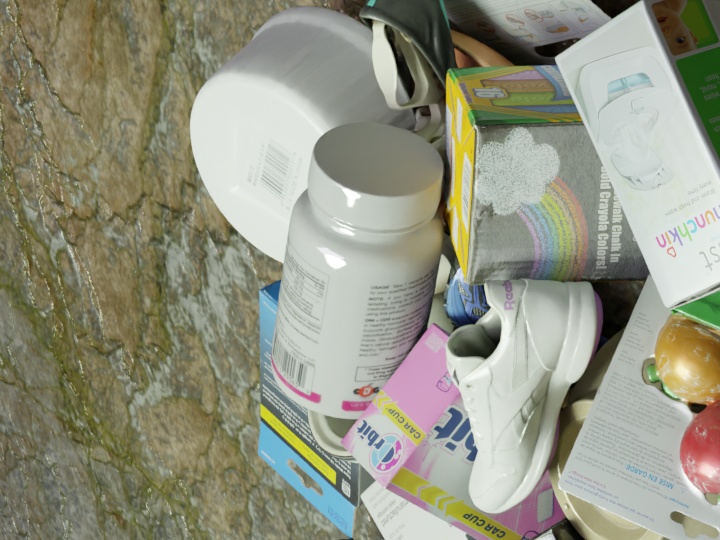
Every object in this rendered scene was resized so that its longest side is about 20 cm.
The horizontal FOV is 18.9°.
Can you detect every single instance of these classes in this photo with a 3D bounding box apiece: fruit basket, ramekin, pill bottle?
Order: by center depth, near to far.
[{"bbox_3d":[0.254,0.091,1.445,0.185,0.094,0.200,22,91,17],"label":"fruit basket"},{"bbox_3d":[0.000,0.000,1.587,0.113,0.113,0.200,41,136,35],"label":"pill bottle"},{"bbox_3d":[-0.039,-0.096,1.697,0.200,0.098,0.201,27,138,27],"label":"ramekin"}]

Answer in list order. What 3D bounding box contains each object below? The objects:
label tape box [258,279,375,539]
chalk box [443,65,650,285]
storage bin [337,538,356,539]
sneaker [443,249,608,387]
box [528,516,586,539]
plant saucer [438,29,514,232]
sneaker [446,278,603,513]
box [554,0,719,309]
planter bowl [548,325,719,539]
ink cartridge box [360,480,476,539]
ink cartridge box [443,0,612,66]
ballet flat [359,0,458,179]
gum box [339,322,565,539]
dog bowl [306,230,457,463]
[{"bbox_3d":[-0.025,0.117,1.922,0.144,0.063,0.200,39,142,36],"label":"label tape box"},{"bbox_3d":[0.165,-0.070,1.516,0.124,0.200,0.125,-107,17,-65],"label":"chalk box"},{"bbox_3d":[0.001,0.330,1.852,0.135,0.200,0.094,11,121,17],"label":"storage bin"},{"bbox_3d":[0.130,0.028,1.624,0.078,0.200,0.075,0,64,36],"label":"sneaker"},{"bbox_3d":[0.205,0.267,1.601,0.049,0.161,0.200,-34,82,25],"label":"box"},{"bbox_3d":[0.087,-0.103,1.669,0.200,0.037,0.200,36,147,28],"label":"plant saucer"},{"bbox_3d":[0.097,0.082,1.512,0.075,0.099,0.200,-98,21,-55],"label":"sneaker"},{"bbox_3d":[0.249,-0.092,1.358,0.097,0.200,0.177,-32,79,53],"label":"box"},{"bbox_3d":[0.220,0.129,1.553,0.200,0.135,0.201,25,124,44],"label":"planter bowl"},{"bbox_3d":[0.107,0.230,1.788,0.200,0.084,0.145,59,142,15],"label":"ink cartridge box"},{"bbox_3d":[0.098,-0.220,1.561,0.162,0.200,0.057,-4,60,58],"label":"ink cartridge box"},{"bbox_3d":[0.050,-0.122,1.594,0.068,0.068,0.200,3,124,55],"label":"ballet flat"},{"bbox_3d":[0.094,0.135,1.629,0.114,0.200,0.066,-53,44,4],"label":"gum box"},{"bbox_3d":[0.047,0.072,1.727,0.200,0.074,0.200,-39,34,34],"label":"dog bowl"}]
